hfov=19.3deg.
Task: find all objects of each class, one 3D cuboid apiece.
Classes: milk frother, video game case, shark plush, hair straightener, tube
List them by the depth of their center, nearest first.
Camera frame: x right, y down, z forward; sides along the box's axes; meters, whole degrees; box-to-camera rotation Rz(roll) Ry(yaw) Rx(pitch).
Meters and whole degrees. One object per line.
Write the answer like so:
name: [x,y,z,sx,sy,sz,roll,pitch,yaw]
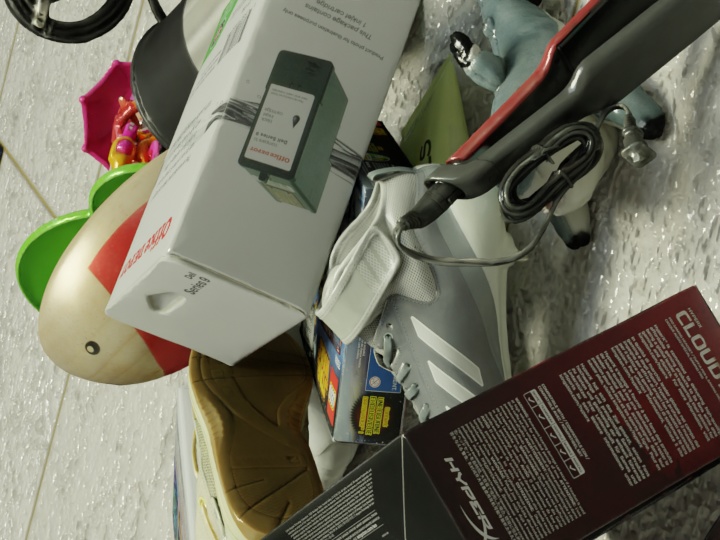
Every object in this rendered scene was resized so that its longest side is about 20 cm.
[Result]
hair straightener: [0.097,-0.070,0.969,0.200,0.041,0.077,-41,49,-9]
shark plush: [0.084,-0.107,1.069,0.091,0.083,0.201,-50,40,47]
tube: [0.044,-0.018,1.167,0.058,0.052,0.201,-19,55,21]
milk frother: [-0.099,-0.179,1.319,0.188,0.199,0.181,-39,58,53]
video game case: [-0.100,0.202,1.346,0.182,0.024,0.201,100,164,-58]

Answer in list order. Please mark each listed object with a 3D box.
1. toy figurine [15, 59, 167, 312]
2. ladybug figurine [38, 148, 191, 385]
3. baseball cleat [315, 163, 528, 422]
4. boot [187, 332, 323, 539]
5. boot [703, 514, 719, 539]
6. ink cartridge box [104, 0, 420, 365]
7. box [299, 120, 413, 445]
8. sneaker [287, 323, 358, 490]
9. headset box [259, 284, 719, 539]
toy figurine: [-0.155,-0.081,1.488,0.200,0.149,0.185,116,159,-51]
ladybug figurine: [-0.098,-0.006,1.249,0.200,0.136,0.072,-44,57,-11]
baseball cleat: [0.031,0.047,1.058,0.070,0.106,0.201,-170,77,-82]
boot: [-0.068,0.136,1.194,0.200,0.072,0.155,-105,22,-54]
boot: [0.190,0.118,0.808,0.187,0.064,0.201,-100,33,-59]
ink cartridge box: [-0.053,-0.063,1.136,0.146,0.084,0.201,-34,34,67]
box: [0.000,0.000,1.179,0.200,0.040,0.138,-113,30,-73]
sneaker: [-0.064,0.089,1.319,0.200,0.073,0.116,42,116,58]
headset box: [0.074,0.090,0.931,0.075,0.199,0.149,60,144,9]
